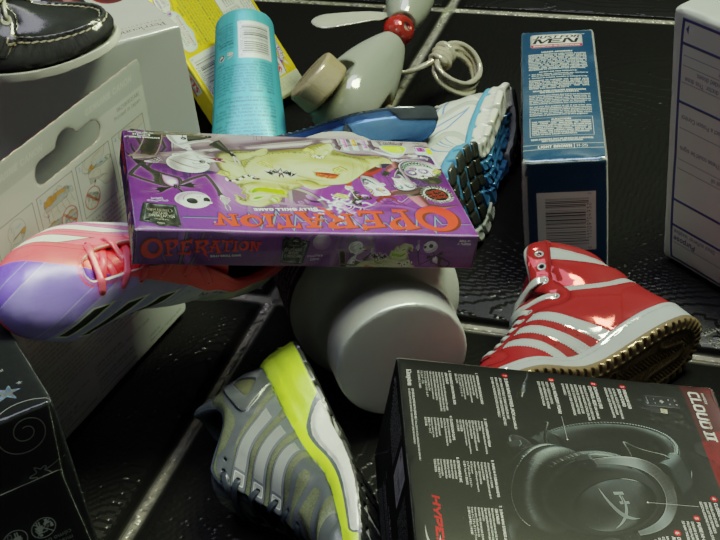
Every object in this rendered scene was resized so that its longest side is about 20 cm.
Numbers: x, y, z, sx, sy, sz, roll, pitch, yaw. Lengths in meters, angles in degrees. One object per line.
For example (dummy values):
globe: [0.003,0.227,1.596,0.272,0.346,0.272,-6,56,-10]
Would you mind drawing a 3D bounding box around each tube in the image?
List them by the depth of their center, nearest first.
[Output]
tube: [-0.092,-0.126,1.032,0.077,0.050,0.201,-8,59,5]

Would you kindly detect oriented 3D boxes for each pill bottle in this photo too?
pill bottle: [0.000,0.000,0.823,0.112,0.113,0.200,-12,36,-9]

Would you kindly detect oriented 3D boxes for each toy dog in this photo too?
toy dog: [0.002,-0.167,1.075,0.096,0.132,0.200,-27,8,47]

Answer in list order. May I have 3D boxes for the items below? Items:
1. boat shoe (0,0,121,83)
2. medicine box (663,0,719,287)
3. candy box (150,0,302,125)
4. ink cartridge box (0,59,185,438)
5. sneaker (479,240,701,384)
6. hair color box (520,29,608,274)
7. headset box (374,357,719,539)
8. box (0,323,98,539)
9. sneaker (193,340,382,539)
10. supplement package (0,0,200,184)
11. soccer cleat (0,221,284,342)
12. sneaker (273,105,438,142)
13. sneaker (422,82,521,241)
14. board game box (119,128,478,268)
boat shoe: [-0.273,-0.175,0.893,0.199,0.061,0.074,-2,36,10]
medicine box: [0.296,-0.067,0.795,0.103,0.201,0.182,-26,40,-23]
candy box: [-0.140,-0.226,1.109,0.102,0.201,0.026,-36,6,-38]
ink cartridge box: [-0.183,-0.011,0.787,0.057,0.201,0.163,9,38,26]
sneaker: [0.103,0.047,0.776,0.199,0.072,0.112,-18,40,-29]
hair color box: [0.151,-0.092,0.938,0.060,0.100,0.200,-1,35,9]
headset box: [0.113,0.126,0.633,0.199,0.078,0.149,7,35,-8]
box: [-0.257,0.129,0.663,0.199,0.133,0.115,-22,36,-20]
sneaker: [-0.038,0.125,0.703,0.081,0.074,0.200,-27,36,-2]
supplement package: [-0.257,-0.142,1.026,0.190,0.148,0.200,-22,37,-21]
soccer cleat: [-0.121,-0.004,0.731,0.076,0.067,0.199,-18,-5,40]
sneaker: [-0.032,-0.072,0.953,0.199,0.079,0.066,-16,-1,4]
sneaker: [0.064,-0.078,0.970,0.086,0.075,0.200,-3,29,23]
board game box: [-0.040,-0.043,0.749,0.199,0.032,0.120,1,37,-16]
